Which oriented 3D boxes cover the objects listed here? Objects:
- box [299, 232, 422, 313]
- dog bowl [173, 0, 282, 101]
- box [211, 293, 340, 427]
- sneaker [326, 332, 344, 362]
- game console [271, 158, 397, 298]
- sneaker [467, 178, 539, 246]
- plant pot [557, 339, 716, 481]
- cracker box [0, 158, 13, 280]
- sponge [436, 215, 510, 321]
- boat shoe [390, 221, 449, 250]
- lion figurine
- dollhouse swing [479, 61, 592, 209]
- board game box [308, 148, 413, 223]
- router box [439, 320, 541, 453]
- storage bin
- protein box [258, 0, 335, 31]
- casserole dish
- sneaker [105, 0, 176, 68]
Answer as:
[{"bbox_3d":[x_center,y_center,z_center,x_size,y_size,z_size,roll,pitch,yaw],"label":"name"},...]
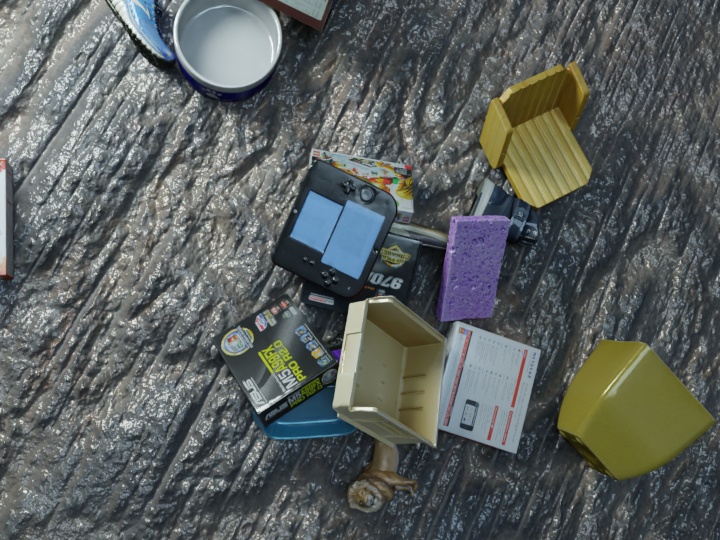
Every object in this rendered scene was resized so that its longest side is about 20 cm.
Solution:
[{"bbox_3d":[0.000,0.000,1.426,0.196,0.046,0.162,14,97,-2],"label":"box"},{"bbox_3d":[-0.246,-0.421,1.454,0.196,0.079,0.204,2,82,-12],"label":"dog bowl"},{"bbox_3d":[-0.145,0.149,1.348,0.159,0.045,0.200,-30,47,-13],"label":"box"},{"bbox_3d":[-0.054,0.159,1.419,0.196,0.070,0.101,12,72,-12],"label":"sneaker"},{"bbox_3d":[-0.044,-0.070,1.380,0.174,0.031,0.203,25,95,-3],"label":"game console"},{"bbox_3d":[0.262,-0.057,1.506,0.144,0.077,0.205,28,78,-5],"label":"sneaker"},{"bbox_3d":[0.483,0.270,1.451,0.200,0.195,0.194,-44,92,-7],"label":"plant pot"},{"bbox_3d":[-0.664,-0.085,1.329,0.131,0.058,0.204,-3,82,-12],"label":"cracker box"},{"bbox_3d":[0.207,-0.003,1.455,0.109,0.030,0.204,-2,114,-19],"label":"sponge"},{"bbox_3d":[0.081,-0.061,1.476,0.196,0.072,0.066,14,97,-7],"label":"boat shoe"},{"bbox_3d":[0.047,0.338,1.417,0.120,0.073,0.203,12,66,-2],"label":"lion figurine"},{"bbox_3d":[0.364,-0.254,1.517,0.197,0.183,0.177,-25,67,-14],"label":"dollhouse swing"},{"bbox_3d":[0.000,-0.157,1.456,0.196,0.035,0.128,8,49,-9],"label":"board game box"},{"bbox_3d":[0.229,0.220,1.473,0.177,0.049,0.203,19,79,-8],"label":"router box"},{"bbox_3d":[0.053,0.176,1.347,0.198,0.092,0.203,38,52,-43],"label":"storage bin"},{"bbox_3d":[-0.114,-0.586,1.438,0.197,0.135,0.201,24,50,-7],"label":"protein box"},{"bbox_3d":[-0.089,0.239,1.377,0.196,0.039,0.123,-4,125,-1],"label":"casserole dish"},{"bbox_3d":[-0.391,-0.464,1.431,0.088,0.079,0.202,-33,89,-12],"label":"sneaker"}]
